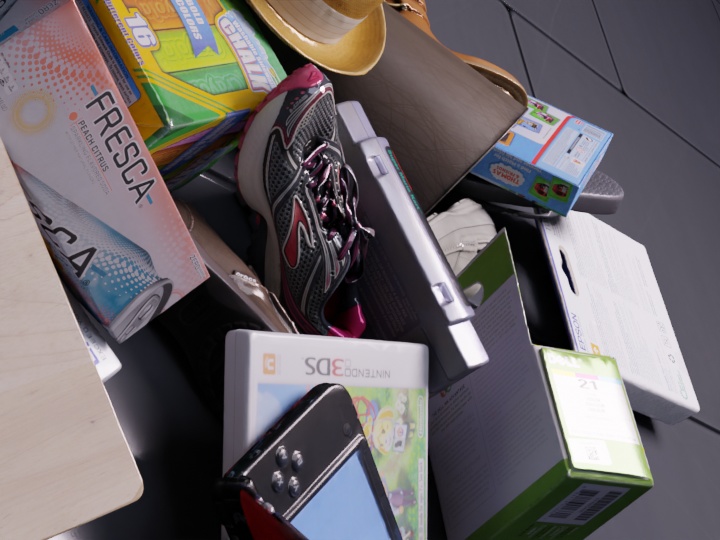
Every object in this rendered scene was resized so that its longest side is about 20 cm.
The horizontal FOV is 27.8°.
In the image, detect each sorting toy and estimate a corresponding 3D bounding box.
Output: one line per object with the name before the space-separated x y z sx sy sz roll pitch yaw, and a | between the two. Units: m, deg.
sorting toy | -0.226 0.048 0.629 0.200 0.070 0.200 -19 82 -41

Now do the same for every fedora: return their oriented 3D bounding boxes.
fedora | -0.025 -0.233 0.974 0.200 0.082 0.201 35 42 -39

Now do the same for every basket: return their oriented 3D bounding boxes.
basket | -0.006 -0.130 1.101 0.200 0.180 0.136 45 -1 -2

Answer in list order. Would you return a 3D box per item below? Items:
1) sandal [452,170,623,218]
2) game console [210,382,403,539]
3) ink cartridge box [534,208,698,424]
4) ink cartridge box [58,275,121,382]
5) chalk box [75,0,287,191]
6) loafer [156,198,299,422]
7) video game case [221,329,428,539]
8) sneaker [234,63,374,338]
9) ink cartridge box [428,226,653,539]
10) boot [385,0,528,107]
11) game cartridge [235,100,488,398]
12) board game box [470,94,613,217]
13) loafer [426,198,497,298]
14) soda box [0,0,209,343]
sandal | 0.150 -0.068 1.295 0.199 0.043 0.076 7 31 -30
game console | 0.011 0.183 0.779 0.172 0.118 0.201 -42 120 -47
ink cartridge box | 0.225 0.032 1.373 0.200 0.043 0.197 24 43 -40
ink cartridge box | -0.235 0.011 0.725 0.197 0.043 0.200 56 28 -3
chalk box | -0.134 -0.124 0.920 0.125 0.124 0.200 59 30 2
loafer | -0.075 0.029 0.911 0.200 0.073 0.071 55 29 -6
video game case | -0.016 0.140 0.864 0.182 0.022 0.201 8 81 -53
sneaker | -0.027 -0.039 0.931 0.074 0.201 0.081 24 45 29
ink cartridge box | 0.113 0.093 1.040 0.075 0.148 0.201 10 51 -28
boot | 0.045 -0.192 1.234 0.199 0.077 0.156 6 41 3
game cartridge | 0.000 0.000 0.994 0.038 0.129 0.201 -13 73 -51
board game box | 0.113 -0.128 1.284 0.199 0.037 0.151 27 29 9
loafer | 0.069 -0.008 1.166 0.070 0.070 0.200 50 28 6
soda box | -0.152 -0.058 0.762 0.064 0.068 0.200 38 -22 43
